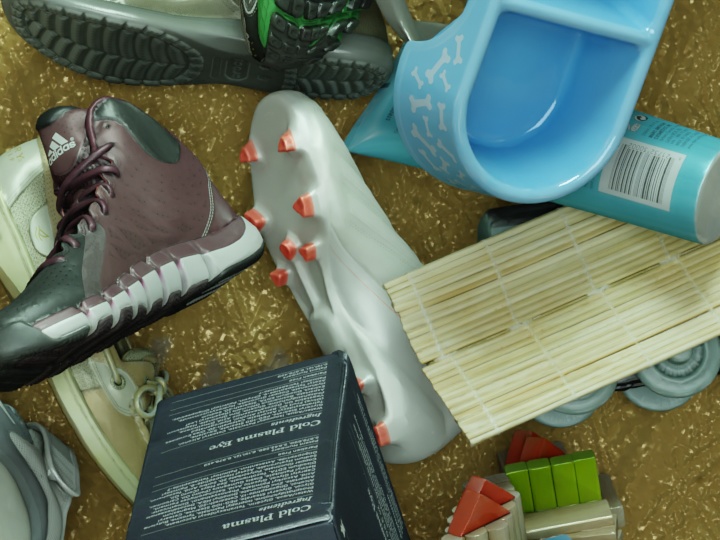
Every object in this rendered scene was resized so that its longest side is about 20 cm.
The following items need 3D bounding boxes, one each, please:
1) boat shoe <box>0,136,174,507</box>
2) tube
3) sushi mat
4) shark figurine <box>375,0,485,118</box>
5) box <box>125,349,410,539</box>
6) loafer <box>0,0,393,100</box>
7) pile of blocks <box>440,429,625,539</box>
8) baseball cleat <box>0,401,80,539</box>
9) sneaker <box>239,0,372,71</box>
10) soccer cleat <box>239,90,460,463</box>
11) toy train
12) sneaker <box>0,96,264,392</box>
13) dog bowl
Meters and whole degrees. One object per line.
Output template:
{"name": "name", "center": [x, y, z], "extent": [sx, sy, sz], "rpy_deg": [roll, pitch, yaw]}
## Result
{"name": "boat shoe", "center": [-0.131, 0.029, 1.487], "extent": [0.063, 0.073, 0.201], "rpy_deg": [-27, 85, 2]}
{"name": "tube", "center": [0.090, -0.065, 1.468], "extent": [0.200, 0.050, 0.077], "rpy_deg": [20, 65, 28]}
{"name": "sushi mat", "center": [0.119, 0.009, 1.454], "extent": [0.200, 0.012, 0.096], "rpy_deg": [-23, 71, -11]}
{"name": "shark figurine", "center": [0.035, -0.190, 1.399], "extent": [0.128, 0.089, 0.215], "rpy_deg": [11, 101, -26]}
{"name": "box", "center": [-0.029, 0.171, 1.405], "extent": [0.104, 0.182, 0.200], "rpy_deg": [-15, 110, 7]}
{"name": "loafer", "center": [-0.081, -0.134, 1.494], "extent": [0.200, 0.075, 0.070], "rpy_deg": [8, 68, -12]}
{"name": "pile of blocks", "center": [0.080, 0.123, 1.441], "extent": [0.082, 0.200, 0.062], "rpy_deg": [-3, 110, 22]}
{"name": "baseball cleat", "center": [-0.207, 0.069, 1.487], "extent": [0.070, 0.106, 0.200], "rpy_deg": [-37, 64, 24]}
{"name": "sneaker", "center": [-0.038, -0.196, 1.455], "extent": [0.085, 0.078, 0.200], "rpy_deg": [-4, 80, 36]}
{"name": "soccer cleat", "center": [0.000, 0.000, 1.496], "extent": [0.078, 0.069, 0.200], "rpy_deg": [-24, 97, -34]}
{"name": "toy train", "center": [0.149, 0.012, 1.500], "extent": [0.200, 0.085, 0.114], "rpy_deg": [-9, 82, -3]}
{"name": "sneaker", "center": [-0.141, -0.019, 1.423], "extent": [0.076, 0.200, 0.116], "rpy_deg": [-33, 86, 36]}
{"name": "dog bowl", "center": [0.090, -0.122, 1.374], "extent": [0.111, 0.050, 0.200], "rpy_deg": [12, 105, -28]}
